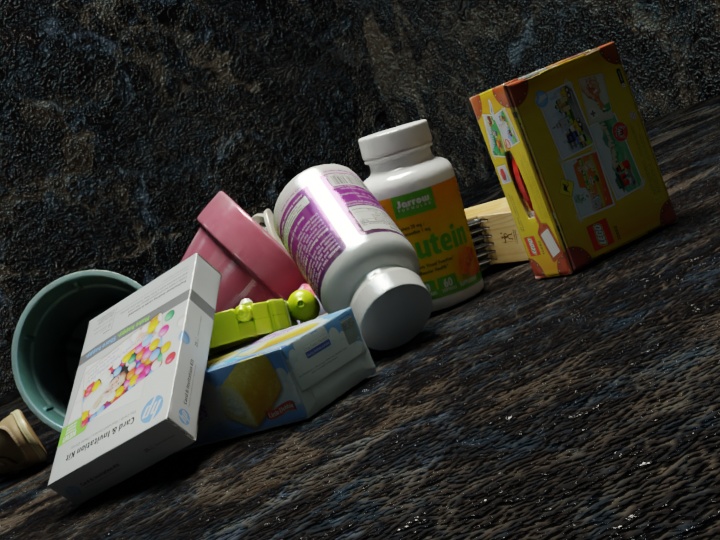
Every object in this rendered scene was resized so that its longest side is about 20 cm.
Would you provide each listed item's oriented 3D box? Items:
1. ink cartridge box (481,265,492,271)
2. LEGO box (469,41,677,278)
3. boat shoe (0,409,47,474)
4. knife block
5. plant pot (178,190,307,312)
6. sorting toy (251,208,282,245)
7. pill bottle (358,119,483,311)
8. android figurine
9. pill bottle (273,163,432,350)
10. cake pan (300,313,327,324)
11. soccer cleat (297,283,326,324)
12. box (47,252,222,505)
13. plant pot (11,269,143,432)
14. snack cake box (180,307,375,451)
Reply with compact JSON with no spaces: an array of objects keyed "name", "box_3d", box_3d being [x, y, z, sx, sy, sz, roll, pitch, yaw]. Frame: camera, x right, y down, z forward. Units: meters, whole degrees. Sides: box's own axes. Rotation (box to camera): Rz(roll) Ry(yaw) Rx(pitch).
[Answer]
[{"name":"ink cartridge box","box_3d":[0.097,0.009,1.560,0.198,0.051,0.161,7,24,45]},{"name":"LEGO box","box_3d":[0.222,-0.115,1.233,0.147,0.203,0.077,-23,5,-23]},{"name":"boat shoe","box_3d":[-0.436,0.223,1.460,0.064,0.072,0.200,-31,0,-28]},{"name":"knife block","box_3d":[0.158,-0.050,1.496,0.173,0.065,0.199,-5,16,39]},{"name":"plant pot","box_3d":[-0.172,0.026,1.600,0.180,0.200,0.200,-49,5,-1]},{"name":"sorting toy","box_3d":[-0.136,-0.012,1.980,0.105,0.183,0.200,-23,5,-15]},{"name":"pill bottle","box_3d":[0.063,-0.061,1.336,0.109,0.203,0.111,-16,8,2]},{"name":"android figurine","box_3d":[-0.129,0.060,1.220,0.179,0.042,0.200,-16,-8,3]},{"name":"pill bottle","box_3d":[-0.006,-0.013,1.227,0.111,0.113,0.201,-23,46,-13]},{"name":"cake pan","box_3d":[-0.059,0.086,1.333,0.197,0.037,0.200,-22,5,2]},{"name":"soccer cleat","box_3d":[-0.079,0.059,1.495,0.199,0.078,0.066,-26,6,-42]},{"name":"box","box_3d":[-0.204,0.097,1.087,0.155,0.041,0.202,-30,38,27]},{"name":"plant pot","box_3d":[-0.329,0.110,1.525,0.197,0.203,0.196,-23,-3,-6]},{"name":"snack cake box","box_3d":[-0.098,0.105,1.101,0.198,0.068,0.115,-20,6,37]}]
